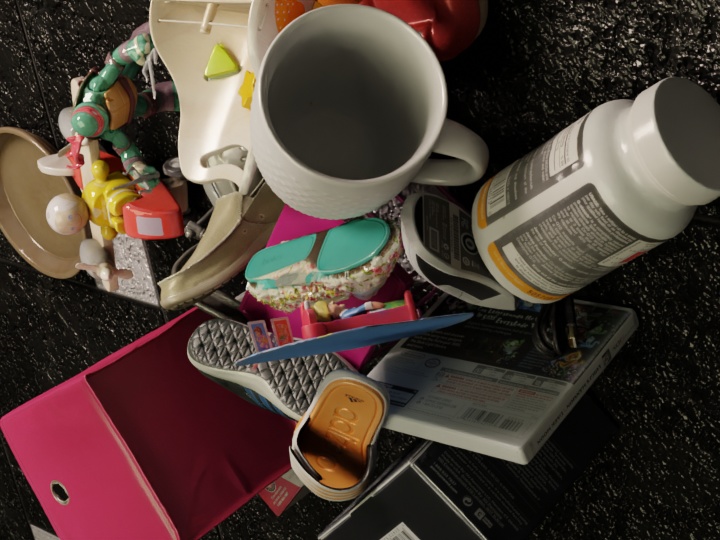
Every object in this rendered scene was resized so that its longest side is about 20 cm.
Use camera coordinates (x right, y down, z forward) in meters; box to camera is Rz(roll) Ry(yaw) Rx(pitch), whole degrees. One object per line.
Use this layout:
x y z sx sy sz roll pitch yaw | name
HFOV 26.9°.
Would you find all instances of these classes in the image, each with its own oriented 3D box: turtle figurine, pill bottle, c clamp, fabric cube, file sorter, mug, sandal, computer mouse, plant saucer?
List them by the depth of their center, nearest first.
0.187 -0.061 1.159 0.200 0.116 0.117 -33 91 45 | pill bottle
0.007 -0.109 1.220 0.199 0.148 0.175 13 166 -6 | mug
0.099 -0.002 1.227 0.200 0.110 0.044 27 138 -31 | computer mouse
-0.026 0.153 1.287 0.079 0.059 0.207 21 147 5 | sandal
0.000 0.000 1.398 0.139 0.125 0.200 45 139 15 | file sorter
-0.228 -0.166 1.464 0.100 0.200 0.150 12 120 7 | turtle figurine
-0.103 0.008 1.519 0.200 0.171 0.027 31 123 9 | c clamp
-0.211 0.173 1.544 0.199 0.200 0.197 -26 94 49 | fabric cube
-0.391 -0.085 1.830 0.200 0.029 0.201 26 132 33 | plant saucer

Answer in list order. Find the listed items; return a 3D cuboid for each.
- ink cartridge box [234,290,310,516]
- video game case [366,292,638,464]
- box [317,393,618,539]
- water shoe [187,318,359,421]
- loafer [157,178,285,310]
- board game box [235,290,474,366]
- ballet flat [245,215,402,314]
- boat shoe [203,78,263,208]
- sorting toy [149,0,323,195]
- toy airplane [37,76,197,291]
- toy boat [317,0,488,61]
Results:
-0.105 0.144 1.640 0.200 0.084 0.145 48 139 11 | ink cartridge box
0.111 0.082 1.293 0.200 0.182 0.023 9 134 43 | video game case
0.096 0.195 1.368 0.124 0.197 0.200 45 141 3 | box
-0.066 0.101 1.395 0.200 0.072 0.079 25 164 26 | water shoe
-0.123 -0.036 1.445 0.068 0.200 0.076 52 156 -3 | loafer
-0.006 0.039 1.231 0.158 0.200 0.039 -20 80 47 | board game box
-0.019 -0.001 1.277 0.064 0.076 0.200 42 151 -28 | ballet flat
-0.121 -0.132 1.483 0.070 0.071 0.201 -1 108 50 | boat shoe
-0.113 -0.162 1.347 0.200 0.107 0.181 17 96 55 | sorting toy
-0.289 -0.088 1.630 0.200 0.141 0.199 56 142 0 | toy airplane
0.009 -0.251 1.209 0.130 0.131 0.201 -2 115 47 | toy boat
